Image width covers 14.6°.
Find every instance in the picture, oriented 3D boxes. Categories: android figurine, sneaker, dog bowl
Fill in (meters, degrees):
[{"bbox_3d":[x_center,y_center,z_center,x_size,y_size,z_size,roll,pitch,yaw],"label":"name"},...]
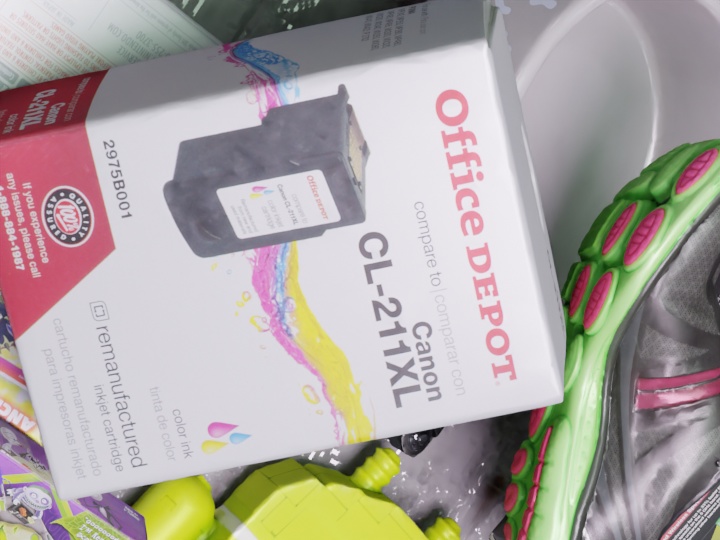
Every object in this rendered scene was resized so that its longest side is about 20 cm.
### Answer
[{"bbox_3d":[-0.041,0.164,1.205,0.200,0.041,0.182,-46,114,-7],"label":"android figurine"},{"bbox_3d":[0.119,0.042,1.121,0.083,0.077,0.201,14,105,-14],"label":"sneaker"},{"bbox_3d":[0.092,-0.046,1.171,0.199,0.059,0.201,-18,117,-39],"label":"dog bowl"}]

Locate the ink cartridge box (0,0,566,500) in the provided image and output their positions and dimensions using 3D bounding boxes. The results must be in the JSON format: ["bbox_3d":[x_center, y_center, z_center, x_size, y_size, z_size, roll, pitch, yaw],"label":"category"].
[{"bbox_3d":[-0.031,-0.010,1.060,0.199,0.083,0.147,-12,106,7],"label":"ink cartridge box"}]

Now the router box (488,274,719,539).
[{"bbox_3d":[0.171,0.084,1.220,0.200,0.062,0.150,-50,138,6],"label":"router box"}]

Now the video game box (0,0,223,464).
[{"bbox_3d":[-0.138,-0.039,1.120,0.200,0.047,0.183,38,82,-25],"label":"video game box"}]

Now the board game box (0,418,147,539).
[{"bbox_3d":[-0.197,0.092,1.109,0.200,0.032,0.120,38,113,-25],"label":"board game box"}]

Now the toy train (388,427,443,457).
[{"bbox_3d":[0.000,0.000,1.163,0.046,0.034,0.201,-43,134,-21],"label":"toy train"}]
